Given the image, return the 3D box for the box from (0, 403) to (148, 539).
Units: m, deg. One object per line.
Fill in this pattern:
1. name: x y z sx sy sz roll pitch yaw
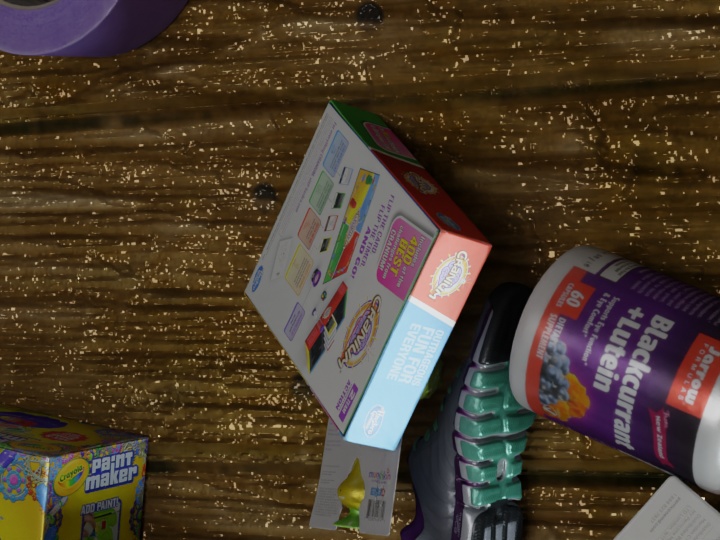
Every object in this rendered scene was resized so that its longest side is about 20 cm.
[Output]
1. box: -0.275 0.203 1.756 0.199 0.122 0.194 10 99 30

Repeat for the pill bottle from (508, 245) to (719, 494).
1. pill bottle: 0.200 0.069 1.469 0.199 0.111 0.112 23 105 27

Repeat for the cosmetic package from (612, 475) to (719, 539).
1. cosmetic package: 0.244 0.222 1.449 0.200 0.101 0.071 41 83 21

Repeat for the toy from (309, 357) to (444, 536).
1. toy: 0.022 0.076 1.589 0.115 0.047 0.201 -6 70 63

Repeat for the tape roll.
1. tape roll: -0.209 -0.252 1.706 0.199 0.085 0.201 2 94 30

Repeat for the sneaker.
1. sneaker: 0.064 0.102 1.578 0.087 0.074 0.201 14 98 40

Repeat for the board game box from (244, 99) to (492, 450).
1. board game box: 0.000 0.000 1.565 0.154 0.040 0.200 -65 31 18
